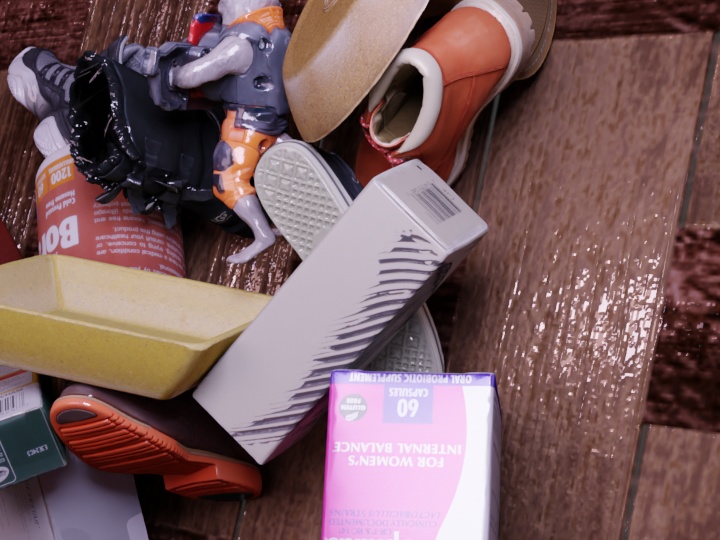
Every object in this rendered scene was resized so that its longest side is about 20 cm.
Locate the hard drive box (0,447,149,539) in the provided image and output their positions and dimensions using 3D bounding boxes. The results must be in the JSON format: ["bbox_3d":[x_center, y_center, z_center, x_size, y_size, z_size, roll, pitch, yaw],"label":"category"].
[{"bbox_3d":[-0.251,0.175,1.322,0.200,0.077,0.156,12,119,45],"label":"hard drive box"}]

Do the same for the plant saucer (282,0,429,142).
[{"bbox_3d":[0.001,-0.178,1.150,0.200,0.035,0.200,-52,18,26],"label":"plant saucer"}]

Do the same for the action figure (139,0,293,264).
[{"bbox_3d":[-0.062,-0.117,1.266,0.105,0.200,0.194,-3,101,28],"label":"action figure"}]

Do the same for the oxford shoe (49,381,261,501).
[{"bbox_3d":[-0.139,0.102,1.208,0.071,0.200,0.073,-11,65,27],"label":"oxford shoe"}]

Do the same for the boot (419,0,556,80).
[{"bbox_3d":[0.050,-0.197,1.237,0.155,0.077,0.200,-29,66,41],"label":"boot"}]

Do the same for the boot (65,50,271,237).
[{"bbox_3d":[-0.145,-0.121,1.326,0.073,0.162,0.198,-33,53,33],"label":"boot"}]

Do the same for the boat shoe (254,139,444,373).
[{"bbox_3d":[0.000,0.000,1.184,0.075,0.062,0.200,-32,87,25],"label":"boat shoe"}]

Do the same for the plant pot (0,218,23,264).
[{"bbox_3d":[-0.377,0.054,1.473,0.176,0.200,0.200,41,104,31],"label":"plant pot"}]

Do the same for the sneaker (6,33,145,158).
[{"bbox_3d":[-0.224,-0.154,1.483,0.114,0.075,0.200,-40,38,7],"label":"sneaker"}]

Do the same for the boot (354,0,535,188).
[{"bbox_3d":[0.028,-0.093,1.155,0.075,0.107,0.200,43,139,11],"label":"boot"}]

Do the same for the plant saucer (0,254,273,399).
[{"bbox_3d":[-0.165,0.038,1.187,0.200,0.200,0.049,11,99,15],"label":"plant saucer"}]

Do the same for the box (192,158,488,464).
[{"bbox_3d":[-0.014,0.026,1.118,0.068,0.082,0.200,44,116,8],"label":"box"}]

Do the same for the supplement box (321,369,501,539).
[{"bbox_3d":[0.031,0.168,1.068,0.101,0.103,0.200,0,73,7],"label":"supplement box"}]

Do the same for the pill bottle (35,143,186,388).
[{"bbox_3d":[-0.188,0.007,1.353,0.112,0.112,0.200,-29,56,33],"label":"pill bottle"}]

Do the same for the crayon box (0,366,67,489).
[{"bbox_3d":[-0.276,0.097,1.235,0.126,0.052,0.200,-20,23,-4],"label":"crayon box"}]
